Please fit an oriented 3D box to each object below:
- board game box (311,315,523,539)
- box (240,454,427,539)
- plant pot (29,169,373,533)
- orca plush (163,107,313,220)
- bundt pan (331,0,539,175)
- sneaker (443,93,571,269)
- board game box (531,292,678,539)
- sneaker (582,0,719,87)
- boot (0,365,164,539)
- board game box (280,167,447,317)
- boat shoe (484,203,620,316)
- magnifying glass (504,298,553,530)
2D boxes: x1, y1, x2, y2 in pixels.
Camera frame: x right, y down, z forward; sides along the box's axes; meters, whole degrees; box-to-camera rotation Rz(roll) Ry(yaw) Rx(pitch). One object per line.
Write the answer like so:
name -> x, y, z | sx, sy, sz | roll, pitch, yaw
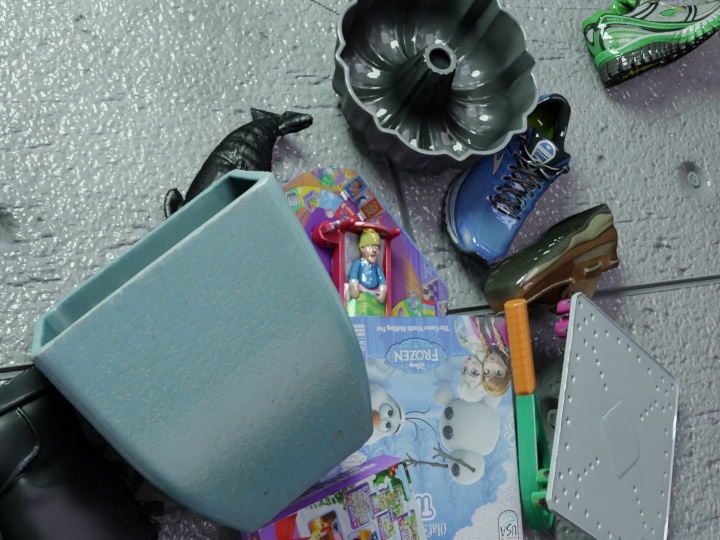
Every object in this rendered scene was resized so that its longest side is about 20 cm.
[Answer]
board game box -> 0.041, 0.140, 1.086 | 0.197, 0.043, 0.202 | 0, 83, -30
box -> -0.002, 0.262, 1.000 | 0.136, 0.039, 0.203 | -20, 99, -30
plant pot -> -0.098, 0.066, 0.937 | 0.195, 0.196, 0.201 | -38, 102, -8
orca plush -> -0.092, -0.069, 1.077 | 0.105, 0.071, 0.201 | 38, 58, -2
bundt pan -> 0.061, -0.177, 1.199 | 0.199, 0.076, 0.205 | 7, 66, -17
sneaker -> 0.144, -0.093, 1.222 | 0.078, 0.089, 0.202 | 33, 61, -15
board game box -> 0.226, 0.153, 1.178 | 0.199, 0.026, 0.202 | 37, 55, -40
sneaker -> 0.321, -0.268, 1.398 | 0.198, 0.078, 0.086 | -23, 84, -34
boot -> -0.247, 0.171, 0.910 | 0.197, 0.073, 0.164 | -32, 93, -35
board game box -> 0.000, 0.000, 1.132 | 0.201, 0.039, 0.158 | 51, 55, -4
boat shoe -> 0.191, 0.002, 1.214 | 0.199, 0.075, 0.075 | -31, 99, -45
magnifying glass -> 0.148, 0.127, 1.134 | 0.080, 0.022, 0.203 | -31, 112, -72
